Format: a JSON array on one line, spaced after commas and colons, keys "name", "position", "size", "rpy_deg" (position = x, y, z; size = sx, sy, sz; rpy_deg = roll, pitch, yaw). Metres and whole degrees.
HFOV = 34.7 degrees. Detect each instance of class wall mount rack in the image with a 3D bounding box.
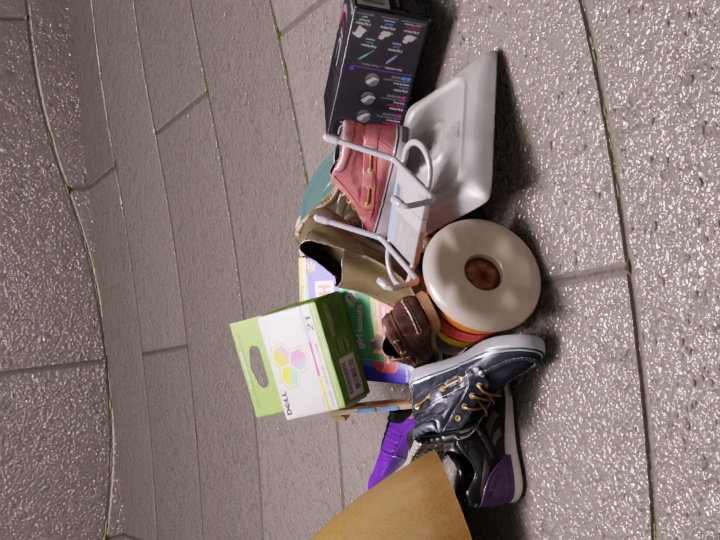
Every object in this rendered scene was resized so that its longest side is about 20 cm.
[{"name": "wall mount rack", "position": [0.019, -0.076, 1.390], "size": [0.174, 0.074, 0.203], "rpy_deg": [48, 139, 43]}]

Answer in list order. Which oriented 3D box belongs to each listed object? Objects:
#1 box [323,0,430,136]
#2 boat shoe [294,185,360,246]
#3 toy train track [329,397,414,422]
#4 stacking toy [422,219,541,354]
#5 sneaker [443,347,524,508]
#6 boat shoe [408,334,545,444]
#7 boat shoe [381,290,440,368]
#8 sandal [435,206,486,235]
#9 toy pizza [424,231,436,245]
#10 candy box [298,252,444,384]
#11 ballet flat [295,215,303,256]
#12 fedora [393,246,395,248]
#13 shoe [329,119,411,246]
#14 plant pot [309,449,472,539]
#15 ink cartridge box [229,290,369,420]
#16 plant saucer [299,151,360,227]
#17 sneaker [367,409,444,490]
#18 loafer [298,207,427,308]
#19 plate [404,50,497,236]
[{"name": "box", "position": [0.017, -0.282, 1.555], "size": [0.123, 0.104, 0.202], "rpy_deg": [-95, 15, -53]}, {"name": "boat shoe", "position": [-0.009, -0.101, 1.591], "size": [0.199, 0.066, 0.074], "rpy_deg": [-34, 99, 20]}, {"name": "toy train track", "position": [0.054, 0.191, 1.553], "size": [0.197, 0.115, 0.033], "rpy_deg": [-7, 105, 21]}, {"name": "stacking toy", "position": [0.125, 0.045, 1.412], "size": [0.201, 0.144, 0.148], "rpy_deg": [114, 142, -57]}, {"name": "sneaker", "position": [0.144, 0.195, 1.441], "size": [0.076, 0.086, 0.204], "rpy_deg": [-31, 67, 61]}, {"name": "boat shoe", "position": [0.142, 0.147, 1.386], "size": [0.199, 0.070, 0.092], "rpy_deg": [-26, 53, 38]}, {"name": "boat shoe", "position": [0.056, 0.080, 1.411], "size": [0.071, 0.070, 0.200], "rpy_deg": [58, 173, 20]}, {"name": "sandal", "position": [0.115, -0.003, 1.483], "size": [0.045, 0.074, 0.203], "rpy_deg": [-130, 40, -52]}, {"name": "toy pizza", "position": [0.099, -0.124, 1.535], "size": [0.199, 0.031, 0.204], "rpy_deg": [20, 112, 61]}, {"name": "candy box", "position": [0.013, 0.062, 1.596], "size": [0.197, 0.077, 0.172], "rpy_deg": [2, 98, 31]}, {"name": "ballet flat", "position": [-0.070, -0.055, 1.854], "size": [0.074, 0.073, 0.203], "rpy_deg": [-34, 64, 60]}, {"name": "fedora", "position": [-0.014, 0.019, 1.727], "size": [0.199, 0.089, 0.180], "rpy_deg": [23, 115, 61]}, {"name": "shoe", "position": [0.002, -0.109, 1.485], "size": [0.072, 0.089, 0.202], "rpy_deg": [-86, 8, -45]}, {"name": "plant pot", "position": [0.039, 0.356, 1.492], "size": [0.186, 0.197, 0.189], "rpy_deg": [160, 90, -87]}, {"name": "ink cartridge box", "position": [-0.103, 0.128, 1.586], "size": [0.198, 0.075, 0.150], "rpy_deg": [-16, 92, 30]}, {"name": "plant saucer", "position": [-0.033, -0.110, 1.702], "size": [0.199, 0.036, 0.203], "rpy_deg": [-34, 43, 38]}, {"name": "sneaker", "position": [0.063, 0.245, 1.646], "size": [0.201, 0.069, 0.101], "rpy_deg": [-54, 45, 43]}, {"name": "loafer", "position": [0.000, 0.000, 1.490], "size": [0.199, 0.068, 0.077], "rpy_deg": [33, 143, 12]}, {"name": "plate", "position": [0.100, -0.153, 1.438], "size": [0.199, 0.032, 0.203], "rpy_deg": [-28, 52, 56]}]
